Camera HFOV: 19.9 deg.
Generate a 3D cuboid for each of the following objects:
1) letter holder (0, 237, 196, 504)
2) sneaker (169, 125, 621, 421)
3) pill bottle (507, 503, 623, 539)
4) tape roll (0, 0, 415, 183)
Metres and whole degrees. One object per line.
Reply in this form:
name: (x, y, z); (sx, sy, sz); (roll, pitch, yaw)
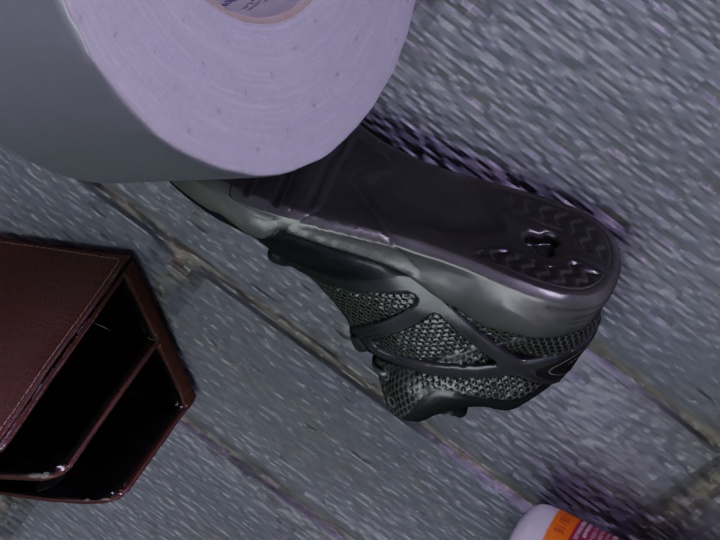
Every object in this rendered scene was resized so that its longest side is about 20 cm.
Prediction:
letter holder: (-0.211, 0.063, 1.022); (0.200, 0.142, 0.101); (8, 137, 29)
sneaker: (0.000, 0.000, 0.851); (0.199, 0.076, 0.114); (21, 136, 6)
pill bottle: (0.146, 0.195, 0.937); (0.200, 0.110, 0.110); (25, 143, 11)
tape roll: (-0.059, -0.128, 0.646); (0.066, 0.200, 0.200); (0, 132, 34)
